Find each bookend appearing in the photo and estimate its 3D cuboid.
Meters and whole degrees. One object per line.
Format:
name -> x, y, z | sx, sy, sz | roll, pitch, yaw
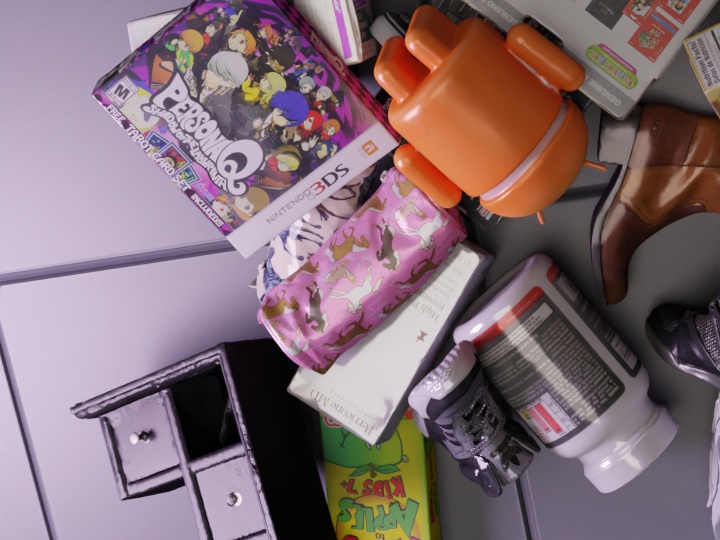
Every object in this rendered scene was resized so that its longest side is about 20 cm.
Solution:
bookend -> -0.146, 0.188, 1.752 | 0.199, 0.092, 0.201 | -22, 79, 32

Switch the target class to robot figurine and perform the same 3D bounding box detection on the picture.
robot figurine -> 0.102, -0.123, 1.534 | 0.200, 0.117, 0.144 | 40, 80, -12

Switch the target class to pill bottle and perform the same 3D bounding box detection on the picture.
pill bottle -> 0.185, 0.094, 1.695 | 0.116, 0.116, 0.200 | -39, 94, 22

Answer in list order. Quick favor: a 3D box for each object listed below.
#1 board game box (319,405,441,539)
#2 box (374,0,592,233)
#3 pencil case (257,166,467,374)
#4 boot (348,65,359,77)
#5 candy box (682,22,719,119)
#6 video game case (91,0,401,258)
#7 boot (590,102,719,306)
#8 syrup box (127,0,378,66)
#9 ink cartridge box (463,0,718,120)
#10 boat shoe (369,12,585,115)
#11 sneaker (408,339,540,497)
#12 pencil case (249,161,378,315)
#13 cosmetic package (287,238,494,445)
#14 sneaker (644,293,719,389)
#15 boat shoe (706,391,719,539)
board game box -> 0.021, 0.207, 1.811 | 0.100, 0.048, 0.202 | 0, 107, 14
box -> 0.113, -0.159, 1.671 | 0.158, 0.046, 0.201 | 37, 112, 1
pencil case -> 0.000, 0.000, 1.647 | 0.200, 0.087, 0.083 | -45, 135, 12
boot -> -0.079, -0.150, 1.715 | 0.161, 0.073, 0.200 | -9, 106, 11
candy box -> 0.372, -0.190, 1.543 | 0.199, 0.115, 0.056 | -27, 66, 14
video game case -> -0.095, -0.133, 1.590 | 0.181, 0.036, 0.200 | -35, 110, 22
boot -> 0.303, -0.053, 1.661 | 0.198, 0.069, 0.190 | 5, 101, 5
syrup box -> -0.091, -0.199, 1.628 | 0.198, 0.079, 0.082 | -10, 100, 13
ink cartridge box -> 0.188, -0.248, 1.574 | 0.199, 0.084, 0.176 | 38, 90, 1
boat shoe -> 0.102, -0.170, 1.616 | 0.199, 0.072, 0.071 | 34, 105, -9
sneaker -> 0.105, 0.132, 1.659 | 0.114, 0.200, 0.075 | 43, 80, 11
pencil case -> -0.042, -0.042, 1.709 | 0.089, 0.078, 0.201 | 18, 125, 3
cosmetic package -> 0.028, 0.048, 1.718 | 0.101, 0.074, 0.201 | 30, 97, 12
sneaker -> 0.317, 0.043, 1.620 | 0.075, 0.199, 0.116 | -8, 110, -23
boat shoe -> 0.343, 0.170, 1.704 | 0.074, 0.087, 0.203 | -7, 134, 12
